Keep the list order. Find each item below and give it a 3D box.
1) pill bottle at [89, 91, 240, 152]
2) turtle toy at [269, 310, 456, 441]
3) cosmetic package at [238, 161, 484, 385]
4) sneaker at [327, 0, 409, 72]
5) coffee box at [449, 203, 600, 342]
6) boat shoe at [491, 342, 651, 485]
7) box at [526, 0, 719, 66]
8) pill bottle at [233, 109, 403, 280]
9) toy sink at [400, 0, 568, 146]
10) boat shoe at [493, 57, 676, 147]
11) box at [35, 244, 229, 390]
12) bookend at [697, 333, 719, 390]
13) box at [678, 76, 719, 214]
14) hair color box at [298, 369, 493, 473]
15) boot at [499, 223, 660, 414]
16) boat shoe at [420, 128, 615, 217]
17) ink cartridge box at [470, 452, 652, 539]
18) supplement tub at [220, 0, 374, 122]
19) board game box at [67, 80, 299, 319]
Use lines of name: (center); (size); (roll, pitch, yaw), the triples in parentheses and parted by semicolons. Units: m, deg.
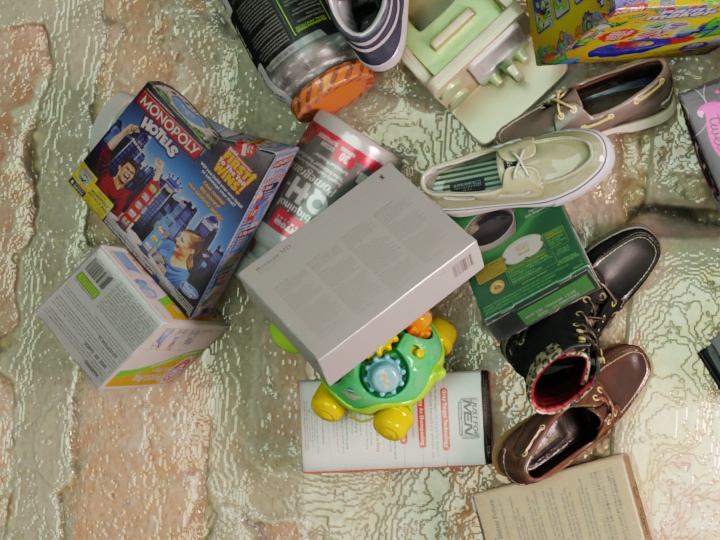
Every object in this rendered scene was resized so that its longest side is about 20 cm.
pill bottle: (-0.192, -0.119, 1.767); (0.199, 0.109, 0.109); (27, 92, 15)
turtle toy: (-0.002, 0.078, 1.657); (0.199, 0.101, 0.146); (14, 58, 26)
cosmetic package: (0.000, 0.000, 1.616); (0.199, 0.052, 0.151); (-36, 54, -11)
sneaker: (0.011, -0.311, 1.625); (0.069, 0.108, 0.202); (-2, 81, 16)
coffee box: (0.159, -0.034, 1.655); (0.122, 0.044, 0.201); (-29, 45, 10)
boat shoe: (0.224, 0.147, 1.628); (0.200, 0.070, 0.071); (-41, 104, -16)
box: (0.287, -0.289, 1.581); (0.198, 0.193, 0.123); (-6, 83, -17)
pill bottle: (-0.050, -0.061, 1.726); (0.110, 0.111, 0.201); (33, 94, 14)
toy sink: (0.105, -0.249, 1.702); (0.130, 0.112, 0.200); (-41, 77, 8)
boat shoe: (0.228, -0.164, 1.666); (0.198, 0.060, 0.072); (-18, 46, 0)
box: (-0.237, 0.052, 1.717); (0.101, 0.200, 0.113); (-43, 79, 9)
bookend: (0.428, 0.061, 1.551); (0.198, 0.200, 0.093); (-33, 78, 9)
box: (0.412, -0.102, 1.611); (0.131, 0.115, 0.201); (-23, 80, 11)
hair color box: (0.038, 0.161, 1.711); (0.198, 0.061, 0.103); (-4, 84, 15)
boot: (0.232, 0.051, 1.619); (0.203, 0.154, 0.073); (-42, 106, 11)
boat shoe: (0.155, -0.095, 1.617); (0.199, 0.062, 0.073); (-16, 75, 24)
ink cartridge box: (0.220, 0.303, 1.647); (0.163, 0.075, 0.202); (-16, 82, 14)
supplement tub: (-0.072, -0.269, 1.742); (0.122, 0.122, 0.201); (-30, 78, 10)
board game box: (-0.169, -0.092, 1.671); (0.200, 0.062, 0.200); (47, 112, 7)
